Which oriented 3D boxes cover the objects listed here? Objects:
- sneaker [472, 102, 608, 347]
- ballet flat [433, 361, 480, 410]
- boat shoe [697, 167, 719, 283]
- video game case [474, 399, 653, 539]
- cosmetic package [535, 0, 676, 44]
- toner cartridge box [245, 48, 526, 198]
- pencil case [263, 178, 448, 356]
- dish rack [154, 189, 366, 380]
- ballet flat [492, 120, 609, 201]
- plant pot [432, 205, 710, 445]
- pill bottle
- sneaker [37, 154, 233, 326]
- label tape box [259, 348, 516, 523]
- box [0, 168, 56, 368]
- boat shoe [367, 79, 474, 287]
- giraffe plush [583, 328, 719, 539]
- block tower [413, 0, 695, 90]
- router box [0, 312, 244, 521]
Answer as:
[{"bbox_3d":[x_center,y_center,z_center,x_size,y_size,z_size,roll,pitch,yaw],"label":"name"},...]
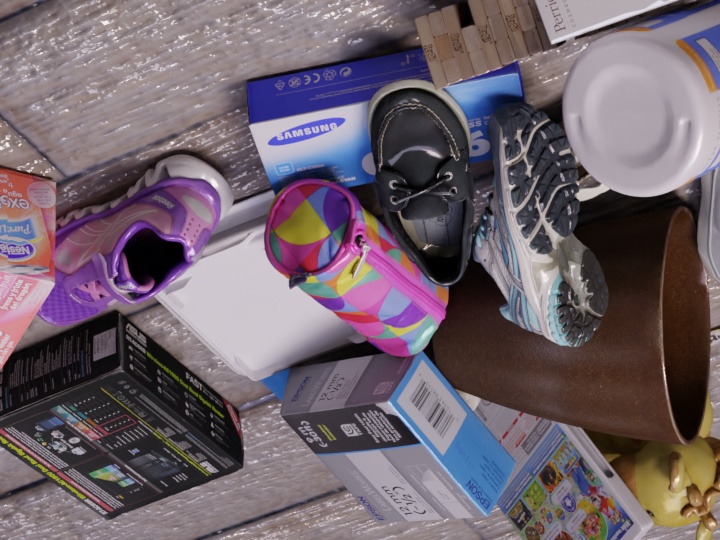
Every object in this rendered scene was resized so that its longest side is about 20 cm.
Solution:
[{"bbox_3d":[0.114,-0.032,1.627,0.086,0.078,0.201,10,128,39],"label":"sneaker"},{"bbox_3d":[0.060,0.106,1.900,0.199,0.070,0.069,-19,142,24],"label":"ballet flat"},{"bbox_3d":[0.309,-0.035,1.731,0.070,0.072,0.201,-31,143,-10],"label":"boat shoe"},{"bbox_3d":[0.160,0.178,1.923,0.018,0.200,0.143,-22,156,-36],"label":"video game case"},{"bbox_3d":[0.200,-0.233,1.419,0.199,0.085,0.108,-20,105,15],"label":"cosmetic package"},{"bbox_3d":[0.023,-0.112,1.623,0.199,0.043,0.095,-11,143,6],"label":"toner cartridge box"},{"bbox_3d":[0.000,0.000,1.683,0.088,0.089,0.200,-20,155,18],"label":"pencil case"},{"bbox_3d":[-0.073,0.021,1.791,0.171,0.044,0.200,-20,141,19],"label":"dish rack"},{"bbox_3d":[0.183,-0.095,1.643,0.199,0.076,0.068,-31,136,30],"label":"ballet flat"},{"bbox_3d":[0.165,0.047,1.767,0.199,0.188,0.187,-2,146,20],"label":"plant pot"},{"bbox_3d":[0.233,-0.126,1.514,0.200,0.112,0.112,-24,165,-49],"label":"pill bottle"},{"bbox_3d":[-0.185,-0.007,1.688,0.200,0.089,0.080,-32,123,30],"label":"sneaker"},{"bbox_3d":[0.010,0.143,1.836,0.199,0.066,0.143,-12,127,45],"label":"label tape box"},{"bbox_3d":[-0.312,0.016,1.699,0.094,0.103,0.200,13,140,-24],"label":"box"},{"bbox_3d":[0.047,-0.057,1.609,0.074,0.066,0.200,-6,145,1],"label":"boat shoe"},{"bbox_3d":[0.259,0.158,1.922,0.172,0.163,0.200,24,135,-34],"label":"giraffe plush"},{"bbox_3d":[0.140,-0.183,1.518,0.199,0.058,0.054,-17,-174,15],"label":"block tower"},{"bbox_3d":[-0.213,0.130,1.899,0.149,0.062,0.200,-22,141,19],"label":"router box"}]
